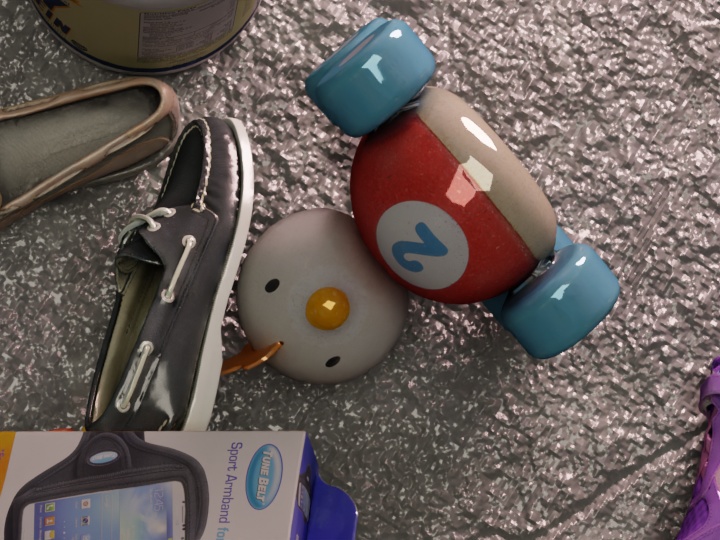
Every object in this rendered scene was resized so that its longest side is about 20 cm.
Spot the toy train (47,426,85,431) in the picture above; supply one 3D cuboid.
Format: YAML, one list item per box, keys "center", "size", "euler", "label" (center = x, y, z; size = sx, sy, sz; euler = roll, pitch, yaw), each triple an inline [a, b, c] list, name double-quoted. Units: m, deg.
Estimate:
- center: [-0.110, 0.167, 1.136]
  size: [0.199, 0.056, 0.151]
  euler: [31, 78, -1]
  label: "toy train"

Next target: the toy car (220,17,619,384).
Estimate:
- center: [0.000, 0.000, 1.130]
  size: [0.200, 0.177, 0.185]
  euler: [-41, 99, 1]
  label: "toy car"

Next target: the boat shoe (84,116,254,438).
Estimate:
- center: [-0.103, 0.002, 1.138]
  size: [0.060, 0.075, 0.202]
  euler: [18, 61, -26]
  label: "boat shoe"

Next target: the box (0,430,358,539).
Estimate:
- center: [-0.103, 0.139, 1.055]
  size: [0.198, 0.042, 0.120]
  euler: [-3, 54, 14]
  label: "box"

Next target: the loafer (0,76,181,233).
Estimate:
- center: [-0.192, -0.062, 1.161]
  size: [0.198, 0.063, 0.072]
  euler: [-23, 83, -10]
  label: "loafer"

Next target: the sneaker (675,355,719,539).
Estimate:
- center: [0.217, 0.095, 1.180]
  size: [0.088, 0.081, 0.200]
  euler: [39, 73, 8]
  label: "sneaker"

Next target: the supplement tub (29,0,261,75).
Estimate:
- center: [-0.113, -0.195, 1.123]
  size: [0.143, 0.200, 0.147]
  euler: [1, 80, -6]
  label: "supplement tub"
